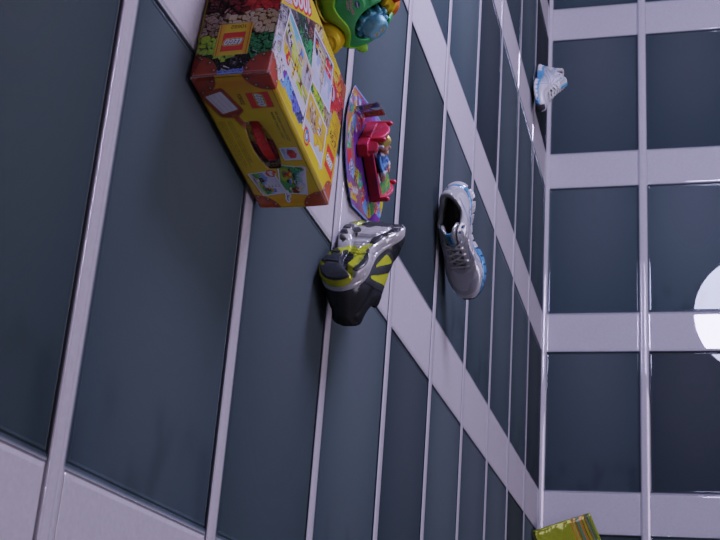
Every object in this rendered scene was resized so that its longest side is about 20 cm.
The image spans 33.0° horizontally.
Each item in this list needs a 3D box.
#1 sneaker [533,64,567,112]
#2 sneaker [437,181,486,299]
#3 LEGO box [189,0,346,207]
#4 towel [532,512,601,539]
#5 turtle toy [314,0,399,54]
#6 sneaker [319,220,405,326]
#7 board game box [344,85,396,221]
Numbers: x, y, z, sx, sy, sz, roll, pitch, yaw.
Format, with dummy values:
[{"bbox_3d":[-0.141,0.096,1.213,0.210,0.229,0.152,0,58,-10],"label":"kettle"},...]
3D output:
[{"bbox_3d":[0.526,-0.509,3.356,0.201,0.086,0.076,-73,158,-46],"label":"sneaker"},{"bbox_3d":[0.161,-0.046,2.060,0.087,0.074,0.203,-24,104,-66],"label":"sneaker"},{"bbox_3d":[-0.081,-0.178,1.150,0.201,0.076,0.151,65,28,-56],"label":"LEGO box"},{"bbox_3d":[0.540,0.694,3.164,0.018,0.198,0.087,-51,-125,48],"label":"towel"},{"bbox_3d":[-0.006,-0.347,1.395,0.146,0.100,0.202,-68,152,-55],"label":"turtle toy"},{"bbox_3d":[0.000,0.000,1.469,0.200,0.074,0.086,-44,137,-58],"label":"sneaker"},{"bbox_3d":[0.024,-0.146,1.599,0.200,0.038,0.160,40,50,-69],"label":"board game box"}]
